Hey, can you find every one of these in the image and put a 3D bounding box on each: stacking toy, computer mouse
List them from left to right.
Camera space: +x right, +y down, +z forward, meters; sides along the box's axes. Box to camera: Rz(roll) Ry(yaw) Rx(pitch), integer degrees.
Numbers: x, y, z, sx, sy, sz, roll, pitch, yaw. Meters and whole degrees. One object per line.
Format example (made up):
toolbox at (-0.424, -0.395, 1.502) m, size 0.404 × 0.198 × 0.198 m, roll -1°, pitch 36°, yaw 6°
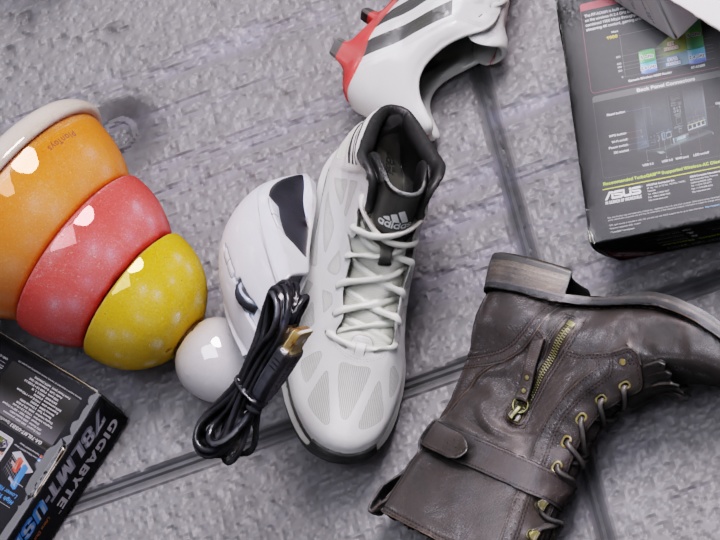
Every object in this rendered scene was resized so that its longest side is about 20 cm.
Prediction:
stacking toy at (-0.140, 0.010, 1.659) m, size 0.200 × 0.146 × 0.146 m, roll 39°, pitch 85°, yaw 13°
computer mouse at (-0.059, 0.010, 1.602) m, size 0.044 × 0.110 × 0.200 m, roll 19°, pitch 31°, yaw -12°

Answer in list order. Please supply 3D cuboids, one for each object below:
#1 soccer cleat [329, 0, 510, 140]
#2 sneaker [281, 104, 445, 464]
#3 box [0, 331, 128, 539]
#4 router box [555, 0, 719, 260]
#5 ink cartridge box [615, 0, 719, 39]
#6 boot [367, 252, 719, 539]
soccer cleat at (0.065, -0.168, 1.679) m, size 0.085 × 0.069 × 0.200 m, roll 35°, pitch 87°, yaw 20°
sneaker at (0.000, 0.000, 1.592) m, size 0.075 × 0.115 × 0.201 m, roll 8°, pitch 69°, yaw -6°
box at (-0.270, 0.118, 1.691) m, size 0.200 × 0.050 × 0.199 m, roll 28°, pitch 81°, yaw 27°
router box at (0.214, -0.099, 1.575) m, size 0.199 × 0.062 × 0.151 m, roll -11°, pitch 78°, yaw 17°
ink cartridge box at (0.229, -0.203, 1.539) m, size 0.200 × 0.045 × 0.176 m, roll -43°, pitch 49°, yaw -9°
boot at (0.117, 0.094, 1.556) m, size 0.199 × 0.069 × 0.175 m, roll 16°, pitch 81°, yaw 29°
